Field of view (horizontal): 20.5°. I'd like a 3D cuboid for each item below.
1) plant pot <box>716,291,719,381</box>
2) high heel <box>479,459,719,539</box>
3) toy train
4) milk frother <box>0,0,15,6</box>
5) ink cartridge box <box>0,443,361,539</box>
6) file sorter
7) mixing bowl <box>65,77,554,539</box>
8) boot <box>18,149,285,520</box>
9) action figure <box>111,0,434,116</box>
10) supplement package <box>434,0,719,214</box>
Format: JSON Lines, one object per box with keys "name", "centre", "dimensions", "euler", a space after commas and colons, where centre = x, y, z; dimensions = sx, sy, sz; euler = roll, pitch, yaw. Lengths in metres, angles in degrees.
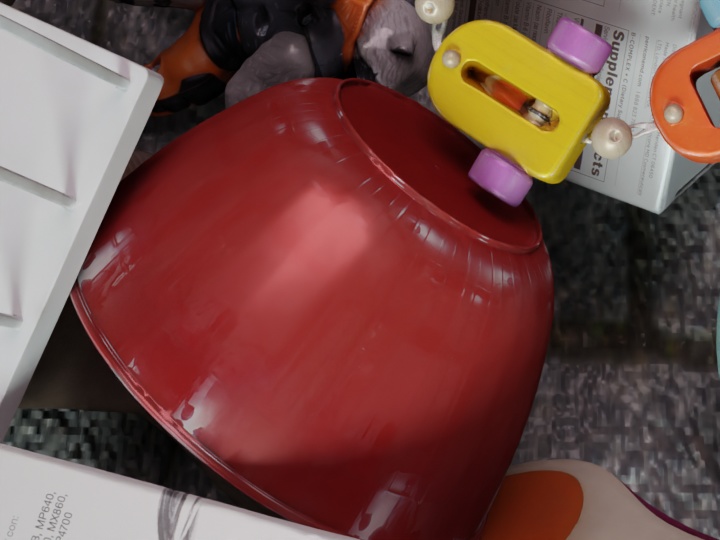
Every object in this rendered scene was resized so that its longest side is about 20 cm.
{"name": "plant pot", "centre": [0.222, 0.024, 0.765], "dimensions": [0.133, 0.201, 0.201], "euler": [5, 51, 42]}
{"name": "high heel", "centre": [0.117, 0.133, 0.779], "dimensions": [0.199, 0.097, 0.068], "euler": [7, 45, 36]}
{"name": "toy train", "centre": [0.086, -0.107, 0.734], "dimensions": [0.150, 0.056, 0.201], "euler": [-32, 79, 13]}
{"name": "milk frother", "centre": [-0.136, -0.133, 0.838], "dimensions": [0.200, 0.188, 0.180], "euler": [47, 29, 0]}
{"name": "ink cartridge box", "centre": [-0.043, 0.137, 0.711], "dimensions": [0.198, 0.144, 0.084], "euler": [12, 73, 13]}
{"name": "file sorter", "centre": [-0.188, -0.013, 0.680], "dimensions": [0.138, 0.124, 0.201], "euler": [25, 90, 23]}
{"name": "mixing bowl", "centre": [0.000, 0.000, 0.750], "dimensions": [0.109, 0.199, 0.200], "euler": [-51, 57, 20]}
{"name": "boot", "centre": [-0.116, 0.031, 0.797], "dimensions": [0.145, 0.070, 0.201], "euler": [-14, 68, -41]}
{"name": "action figure", "centre": [-0.057, -0.093, 0.906], "dimensions": [0.192, 0.105, 0.201], "euler": [5, 49, 23]}
{"name": "supplement package", "centre": [0.134, -0.144, 0.846], "dimensions": [0.110, 0.157, 0.200], "euler": [22, 34, 24]}
